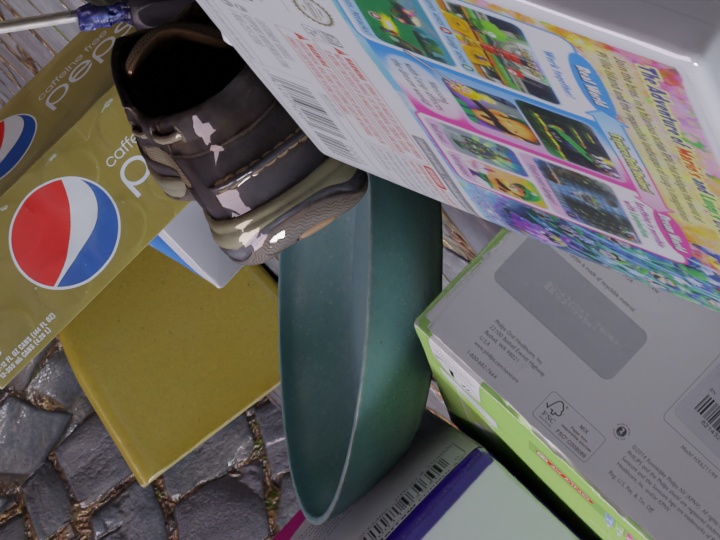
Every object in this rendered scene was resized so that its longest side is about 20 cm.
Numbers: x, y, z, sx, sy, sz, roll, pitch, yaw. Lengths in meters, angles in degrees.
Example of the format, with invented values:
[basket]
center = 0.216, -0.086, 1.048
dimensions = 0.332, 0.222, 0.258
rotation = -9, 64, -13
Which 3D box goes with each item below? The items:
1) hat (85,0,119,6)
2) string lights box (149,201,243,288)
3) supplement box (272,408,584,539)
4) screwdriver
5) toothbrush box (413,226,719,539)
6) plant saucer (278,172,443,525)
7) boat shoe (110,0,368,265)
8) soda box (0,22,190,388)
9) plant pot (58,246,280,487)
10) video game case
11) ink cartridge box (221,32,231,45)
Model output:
[hat]
center = -0.100, -0.148, 0.868
dimensions = 0.201, 0.081, 0.201
rotation = 44, 173, 7
[string lights box]
center = -0.076, -0.060, 1.173
dimensions = 0.059, 0.103, 0.200
rotation = 46, 173, -19
[supplement box]
center = 0.033, 0.127, 0.957
dimensions = 0.103, 0.101, 0.200
rotation = 43, 177, -8
[screwdriver]
center = -0.131, -0.098, 0.990
dimensions = 0.028, 0.199, 0.029
rotation = -1, -102, -83
[toothbrush box]
center = 0.104, 0.058, 0.881
dimensions = 0.146, 0.086, 0.200
rotation = 43, 173, 14
[plant saucer]
center = 0.000, 0.000, 0.955
dimensions = 0.036, 0.201, 0.200
rotation = 2, -179, -11
[boat shoe]
center = -0.053, -0.067, 0.906
dimensions = 0.073, 0.074, 0.200
rotation = 59, 172, -23
[soda box]
center = -0.113, -0.050, 1.036
dimensions = 0.068, 0.200, 0.064
rotation = 49, 172, -33
[plant pot]
center = -0.165, 0.047, 2.058
dimensions = 0.200, 0.194, 0.196
rotation = 53, 174, 0
[video game case]
center = 0.035, -0.050, 0.657
dimensions = 0.182, 0.024, 0.200
rotation = 23, 168, 26
[ink cartridge box]
center = 0.043, -0.070, 0.730
dimensions = 0.199, 0.057, 0.163
rotation = 22, 170, 8
